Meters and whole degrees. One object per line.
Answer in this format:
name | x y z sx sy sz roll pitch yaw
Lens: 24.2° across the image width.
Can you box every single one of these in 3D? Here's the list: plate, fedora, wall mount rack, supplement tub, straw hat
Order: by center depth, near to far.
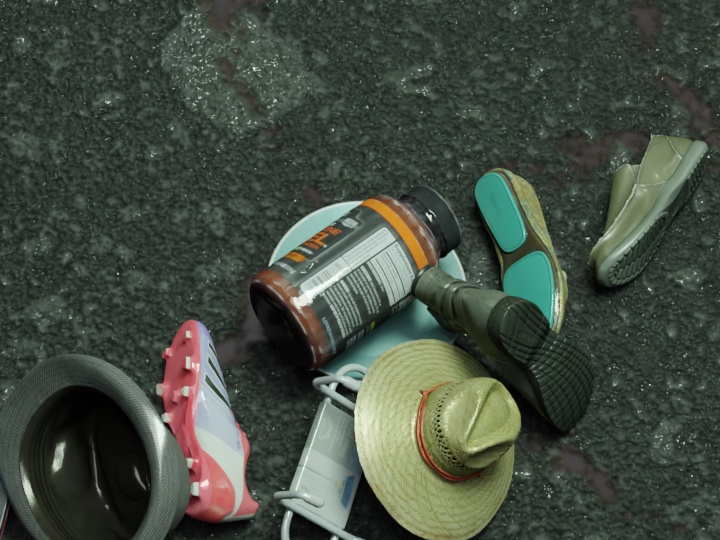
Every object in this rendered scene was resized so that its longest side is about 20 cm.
fedora | -0.222 0.173 1.490 0.200 0.090 0.177 45 107 24
straw hat | 0.096 0.140 1.513 0.200 0.085 0.202 17 63 -36
wall mount rack | 0.013 0.188 1.537 0.173 0.074 0.201 33 63 -30
supplement tub | 0.000 0.000 1.589 0.200 0.107 0.107 -35 71 -22
plate | 0.005 0.024 1.650 0.199 0.026 0.201 2 61 -4

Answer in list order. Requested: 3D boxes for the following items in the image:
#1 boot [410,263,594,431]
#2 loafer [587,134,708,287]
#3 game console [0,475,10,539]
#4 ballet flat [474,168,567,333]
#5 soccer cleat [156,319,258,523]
boot | 0.135 0.066 1.586 0.130 0.200 0.068 25 71 44
loafer | 0.281 -0.064 1.708 0.069 0.075 0.200 27 57 21
game console | -0.403 0.217 1.500 0.176 0.031 0.201 10 61 -1
ballet flat | 0.170 -0.010 1.668 0.070 0.071 0.201 -11 65 -12
soccer cleat | -0.140 0.141 1.560 0.076 0.067 0.201 15 50 -34
